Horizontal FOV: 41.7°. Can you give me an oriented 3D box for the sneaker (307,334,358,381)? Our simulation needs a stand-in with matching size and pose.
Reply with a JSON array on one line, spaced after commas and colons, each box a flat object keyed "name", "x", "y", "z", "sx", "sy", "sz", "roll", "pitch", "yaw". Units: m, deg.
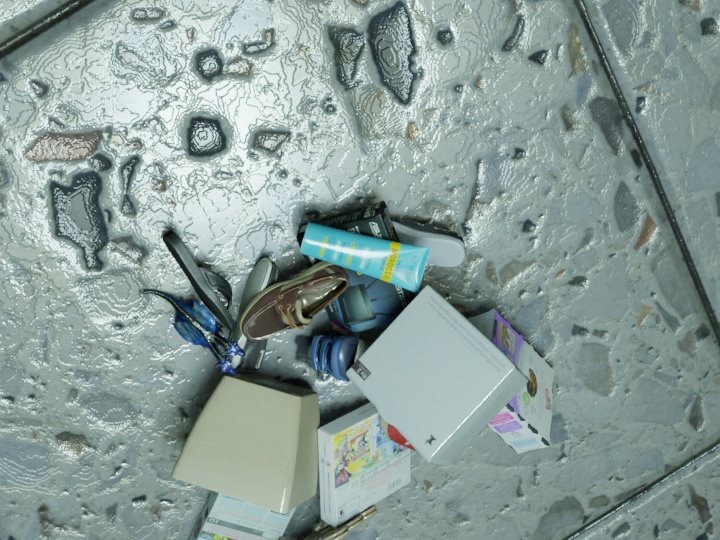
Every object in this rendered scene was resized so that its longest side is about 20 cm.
[{"name": "sneaker", "x": -0.049, "y": 0.143, "z": 1.573, "sx": 0.082, "sy": 0.200, "sz": 0.074, "roll": 14, "pitch": 79, "yaw": -1}]

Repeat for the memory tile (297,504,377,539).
[{"name": "memory tile", "x": -0.072, "y": 0.477, "z": 1.681, "sx": 0.200, "sy": 0.153, "sz": 0.017, "roll": -31, "pitch": 82, "yaw": 30}]

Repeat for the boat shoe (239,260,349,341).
[{"name": "boat shoe", "x": -0.104, "y": 0.057, "z": 1.508, "sx": 0.200, "sy": 0.072, "sz": 0.072, "roll": -30, "pitch": 119, "yaw": 2}]

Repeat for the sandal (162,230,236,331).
[{"name": "sandal", "x": -0.248, "y": 0.014, "z": 1.540, "sx": 0.048, "sy": 0.075, "sz": 0.201, "roll": -37, "pitch": 115, "yaw": -17}]

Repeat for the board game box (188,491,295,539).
[{"name": "board game box", "x": -0.222, "y": 0.474, "z": 1.714, "sx": 0.147, "sy": 0.064, "sz": 0.200, "roll": 22, "pitch": 102, "yaw": -19}]

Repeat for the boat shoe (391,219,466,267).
[{"name": "boat shoe", "x": 0.081, "y": -0.052, "z": 1.596, "sx": 0.199, "sy": 0.057, "sz": 0.069, "roll": 14, "pitch": 118, "yaw": 1}]

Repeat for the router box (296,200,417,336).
[{"name": "router box", "x": 0.000, "y": 0.000, "z": 1.567, "sx": 0.149, "sy": 0.062, "sz": 0.200, "roll": -15, "pitch": 113, "yaw": 16}]

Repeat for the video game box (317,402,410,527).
[{"name": "video game box", "x": 0.010, "y": 0.330, "z": 1.676, "sx": 0.200, "sy": 0.047, "sz": 0.183, "roll": -20, "pitch": 119, "yaw": -42}]

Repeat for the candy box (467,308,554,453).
[{"name": "candy box", "x": 0.257, "y": 0.196, "z": 1.656, "sx": 0.071, "sy": 0.168, "sz": 0.200, "roll": -23, "pitch": 128, "yaw": 34}]

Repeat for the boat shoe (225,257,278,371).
[{"name": "boat shoe", "x": -0.168, "y": 0.077, "z": 1.578, "sx": 0.060, "sy": 0.074, "sz": 0.201, "roll": 14, "pitch": 102, "yaw": -24}]

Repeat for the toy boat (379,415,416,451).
[{"name": "toy boat", "x": 0.128, "y": 0.257, "z": 1.648, "sx": 0.200, "sy": 0.130, "sz": 0.131, "roll": 31, "pitch": 79, "yaw": -47}]

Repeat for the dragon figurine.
[{"name": "dragon figurine", "x": -0.267, "y": 0.087, "z": 1.534, "sx": 0.200, "sy": 0.099, "sz": 0.059, "roll": 44, "pitch": 82, "yaw": -10}]

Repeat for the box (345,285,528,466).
[{"name": "box", "x": 0.122, "y": 0.169, "z": 1.499, "sx": 0.200, "sy": 0.199, "sz": 0.131, "roll": -47, "pitch": 156, "yaw": 3}]

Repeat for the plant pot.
[{"name": "plant pot", "x": -0.167, "y": 0.272, "z": 1.568, "sx": 0.199, "sy": 0.200, "sz": 0.178, "roll": 15, "pitch": 88, "yaw": 12}]

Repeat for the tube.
[{"name": "tube", "x": 0.006, "y": -0.026, "z": 1.495, "sx": 0.199, "sy": 0.050, "sz": 0.078, "roll": 15, "pitch": 114, "yaw": -3}]
